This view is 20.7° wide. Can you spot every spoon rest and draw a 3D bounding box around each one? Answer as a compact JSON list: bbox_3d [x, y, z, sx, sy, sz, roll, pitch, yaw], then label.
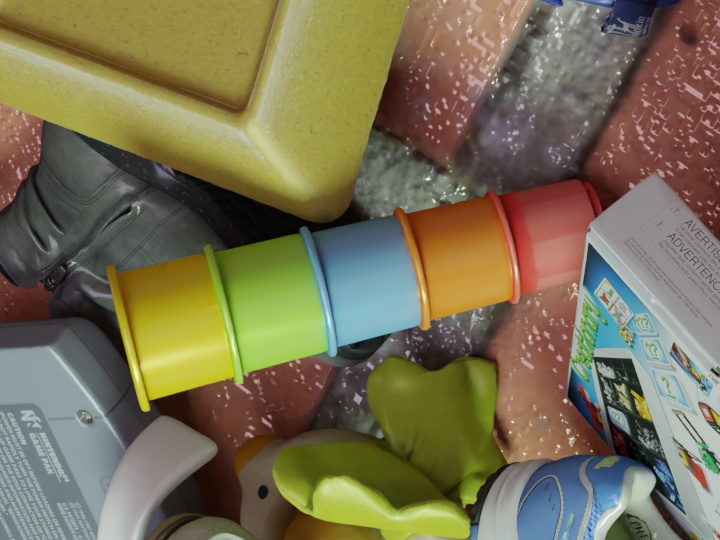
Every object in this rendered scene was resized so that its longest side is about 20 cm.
[{"bbox_3d":[-0.077,0.165,0.895,0.099,0.060,0.202,22,134,45],"label":"spoon rest"}]

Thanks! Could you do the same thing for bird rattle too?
[{"bbox_3d":[0.019,0.136,0.887,0.162,0.113,0.201,3,123,40],"label":"bird rattle"}]

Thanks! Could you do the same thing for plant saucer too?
[{"bbox_3d":[-0.073,-0.144,0.803,0.199,0.048,0.202,21,98,21],"label":"plant saucer"}]

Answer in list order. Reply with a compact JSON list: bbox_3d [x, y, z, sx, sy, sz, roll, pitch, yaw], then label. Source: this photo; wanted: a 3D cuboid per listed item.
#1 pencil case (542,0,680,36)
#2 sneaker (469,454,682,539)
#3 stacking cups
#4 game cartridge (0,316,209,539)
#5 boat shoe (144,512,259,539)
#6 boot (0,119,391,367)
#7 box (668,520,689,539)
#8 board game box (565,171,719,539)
[{"bbox_3d":[0.086,-0.191,0.711,0.078,0.086,0.202,21,119,45],"label":"pencil case"},{"bbox_3d":[0.117,0.164,0.785,0.077,0.076,0.201,-26,96,46],"label":"sneaker"},{"bbox_3d":[0.000,0.000,0.790,0.198,0.061,0.061,-16,103,-5],"label":"stacking cups"},{"bbox_3d":[-0.140,0.110,0.955,0.132,0.041,0.201,-1,123,33],"label":"game cartridge"},{"bbox_3d":[-0.025,0.186,0.843,0.068,0.075,0.201,9,135,51],"label":"boat shoe"},{"bbox_3d":[-0.078,0.001,0.895,0.200,0.070,0.132,43,130,17],"label":"boot"},{"bbox_3d":[0.164,0.219,0.850,0.143,0.036,0.202,27,118,18],"label":"box"},{"bbox_3d":[0.129,0.055,0.718,0.035,0.200,0.126,-37,73,-9],"label":"board game box"}]
